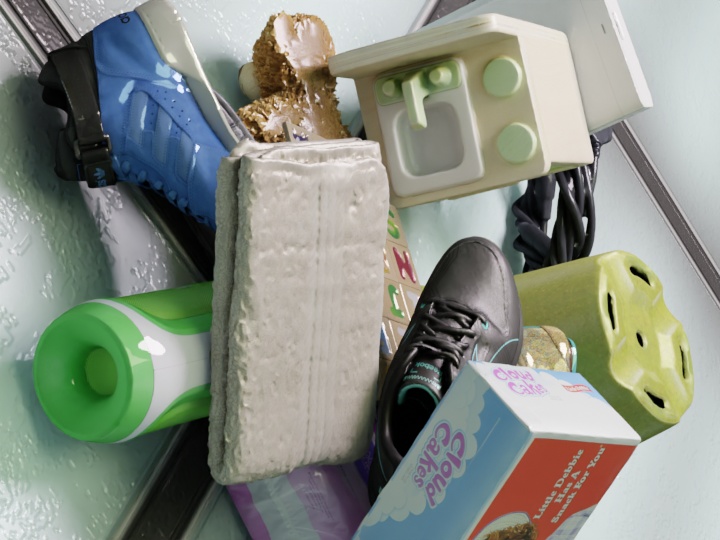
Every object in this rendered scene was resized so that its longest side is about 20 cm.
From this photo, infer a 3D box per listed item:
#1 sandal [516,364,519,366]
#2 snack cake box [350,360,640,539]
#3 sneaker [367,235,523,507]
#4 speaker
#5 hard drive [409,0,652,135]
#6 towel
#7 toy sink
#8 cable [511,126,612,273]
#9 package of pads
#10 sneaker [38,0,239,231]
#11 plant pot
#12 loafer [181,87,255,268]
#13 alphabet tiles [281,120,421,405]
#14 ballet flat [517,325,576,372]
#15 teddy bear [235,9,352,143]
[{"bbox_3d":[0.077,0.142,1.295,0.057,0.079,0.203,20,62,-48],"label":"sandal"},{"bbox_3d":[0.065,0.155,1.201,0.114,0.201,0.067,10,28,-47],"label":"snack cake box"},{"bbox_3d":[0.056,0.062,1.261,0.079,0.075,0.202,79,25,-62],"label":"sneaker"},{"bbox_3d":[-0.105,0.050,1.210,0.199,0.088,0.089,-11,80,-59],"label":"speaker"},{"bbox_3d":[0.119,-0.152,1.576,0.026,0.199,0.133,-8,77,-58],"label":"hard drive"},{"bbox_3d":[-0.038,0.022,1.190,0.132,0.034,0.202,-5,102,-49],"label":"towel"},{"bbox_3d":[0.077,-0.110,1.461,0.200,0.129,0.113,-5,82,-70],"label":"toy sink"},{"bbox_3d":[0.157,-0.064,1.644,0.050,0.164,0.201,14,52,-11],"label":"cable"},{"bbox_3d":[-0.008,0.127,1.326,0.200,0.075,0.121,-28,94,-59],"label":"package of pads"},{"bbox_3d":[-0.126,-0.060,1.233,0.201,0.110,0.077,63,-11,8],"label":"sneaker"},{"bbox_3d":[0.135,0.076,1.473,0.200,0.183,0.202,35,43,-41],"label":"plant pot"},{"bbox_3d":[-0.080,-0.037,1.337,0.072,0.063,0.201,-38,109,-23],"label":"loafer"},{"bbox_3d":[0.000,0.000,1.342,0.166,0.006,0.202,21,48,-57],"label":"alphabet tiles"},{"bbox_3d":[0.107,0.137,1.356,0.070,0.070,0.202,6,85,-55],"label":"ballet flat"},{"bbox_3d":[-0.047,-0.079,1.423,0.145,0.066,0.202,-26,100,-50],"label":"teddy bear"}]
